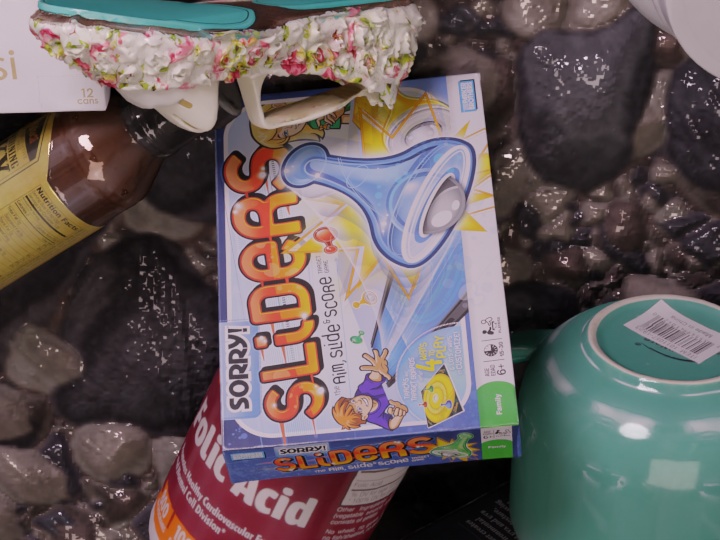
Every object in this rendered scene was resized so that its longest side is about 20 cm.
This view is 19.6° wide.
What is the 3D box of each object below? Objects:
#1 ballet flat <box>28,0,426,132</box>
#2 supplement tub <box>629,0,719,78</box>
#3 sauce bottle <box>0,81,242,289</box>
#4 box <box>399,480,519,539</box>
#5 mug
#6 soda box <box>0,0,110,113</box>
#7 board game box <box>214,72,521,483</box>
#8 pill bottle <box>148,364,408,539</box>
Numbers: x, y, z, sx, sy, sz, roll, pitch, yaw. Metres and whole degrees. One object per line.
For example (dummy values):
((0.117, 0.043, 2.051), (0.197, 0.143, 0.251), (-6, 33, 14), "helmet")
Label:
((-0.056, -0.095, 0.958), (0.200, 0.076, 0.064), (-6, 108, -30), "ballet flat")
((0.155, -0.181, 0.860), (0.144, 0.200, 0.145), (-7, 132, -8), "supplement tub")
((-0.149, -0.046, 1.034), (0.200, 0.065, 0.065), (-30, 119, 17), "sauce bottle")
((0.083, 0.235, 1.138), (0.198, 0.123, 0.200), (-24, 129, -29), "box")
((0.140, 0.082, 1.074), (0.185, 0.152, 0.115), (1, 120, -2), "mug")
((-0.219, -0.116, 0.988), (0.199, 0.064, 0.068), (-1, 123, 0), "soda box")
((0.000, 0.000, 0.990), (0.135, 0.200, 0.034), (-6, 147, 2), "board game box")
((-0.026, 0.080, 1.091), (0.114, 0.114, 0.200), (19, 121, -13), "pill bottle")
